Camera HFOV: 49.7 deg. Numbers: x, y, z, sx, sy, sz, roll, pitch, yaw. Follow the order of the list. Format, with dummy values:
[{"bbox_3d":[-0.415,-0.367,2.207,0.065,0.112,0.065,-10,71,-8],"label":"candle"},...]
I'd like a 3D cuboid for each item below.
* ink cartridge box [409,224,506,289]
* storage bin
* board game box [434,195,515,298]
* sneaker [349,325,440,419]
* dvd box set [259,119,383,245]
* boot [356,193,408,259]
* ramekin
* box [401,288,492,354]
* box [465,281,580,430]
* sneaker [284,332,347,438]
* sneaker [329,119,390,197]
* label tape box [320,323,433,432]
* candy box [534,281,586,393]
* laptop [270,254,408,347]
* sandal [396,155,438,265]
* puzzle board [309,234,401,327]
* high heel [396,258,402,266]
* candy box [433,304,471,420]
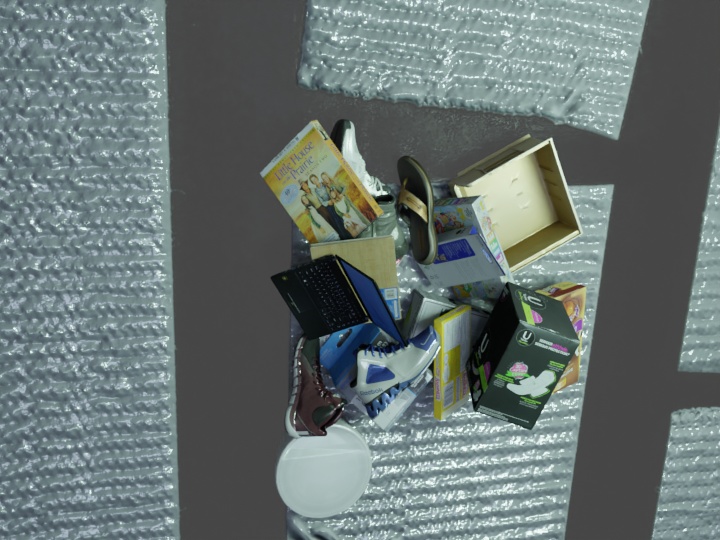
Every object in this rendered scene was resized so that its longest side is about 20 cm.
[{"bbox_3d":[0.185,-0.025,1.445,0.039,0.198,0.100,-45,109,-31],"label":"ink cartridge box"},{"bbox_3d":[0.295,-0.124,1.494,0.195,0.094,0.203,-28,112,-5],"label":"storage bin"},{"bbox_3d":[0.205,-0.042,1.477,0.034,0.133,0.204,-40,115,-34],"label":"board game box"},{"bbox_3d":[0.049,0.165,1.416,0.115,0.081,0.200,43,99,-2],"label":"sneaker"},{"bbox_3d":[-0.070,-0.136,1.362,0.145,0.029,0.202,-37,88,28],"label":"dvd box set"},{"bbox_3d":[-0.014,-0.058,1.422,0.196,0.068,0.132,-26,127,0],"label":"boot"},{"bbox_3d":[-0.079,0.378,1.553,0.196,0.094,0.208,-4,108,-12],"label":"ramekin"},{"bbox_3d":[0.186,0.121,1.559,0.195,0.060,0.120,14,103,-18],"label":"box"},{"bbox_3d":[0.290,0.154,1.423,0.121,0.150,0.204,19,116,-9],"label":"box"},{"bbox_3d":[-0.071,0.217,1.463,0.075,0.113,0.206,32,62,-58],"label":"sneaker"},{"bbox_3d":[0.000,-0.178,1.423,0.112,0.076,0.206,-6,117,-19],"label":"sneaker"},{"bbox_3d":[0.021,0.187,1.494,0.199,0.063,0.145,40,99,0],"label":"label tape box"},{"bbox_3d":[0.391,0.135,1.545,0.115,0.056,0.206,-14,112,-41],"label":"candy box"},{"bbox_3d":[-0.037,0.073,1.365,0.195,0.105,0.179,-18,130,13],"label":"laptop"},{"bbox_3d":[0.095,-0.109,1.434,0.053,0.081,0.206,-11,97,-33],"label":"sandal"},{"bbox_3d":[-0.006,0.021,1.402,0.146,0.018,0.203,-7,132,2],"label":"puzzle board"},{"bbox_3d":[0.000,0.000,1.476,0.096,0.067,0.201,42,88,-8],"label":"high heel"},{"bbox_3d":[0.177,0.177,1.502,0.101,0.026,0.206,-23,118,-48],"label":"candy box"}]
